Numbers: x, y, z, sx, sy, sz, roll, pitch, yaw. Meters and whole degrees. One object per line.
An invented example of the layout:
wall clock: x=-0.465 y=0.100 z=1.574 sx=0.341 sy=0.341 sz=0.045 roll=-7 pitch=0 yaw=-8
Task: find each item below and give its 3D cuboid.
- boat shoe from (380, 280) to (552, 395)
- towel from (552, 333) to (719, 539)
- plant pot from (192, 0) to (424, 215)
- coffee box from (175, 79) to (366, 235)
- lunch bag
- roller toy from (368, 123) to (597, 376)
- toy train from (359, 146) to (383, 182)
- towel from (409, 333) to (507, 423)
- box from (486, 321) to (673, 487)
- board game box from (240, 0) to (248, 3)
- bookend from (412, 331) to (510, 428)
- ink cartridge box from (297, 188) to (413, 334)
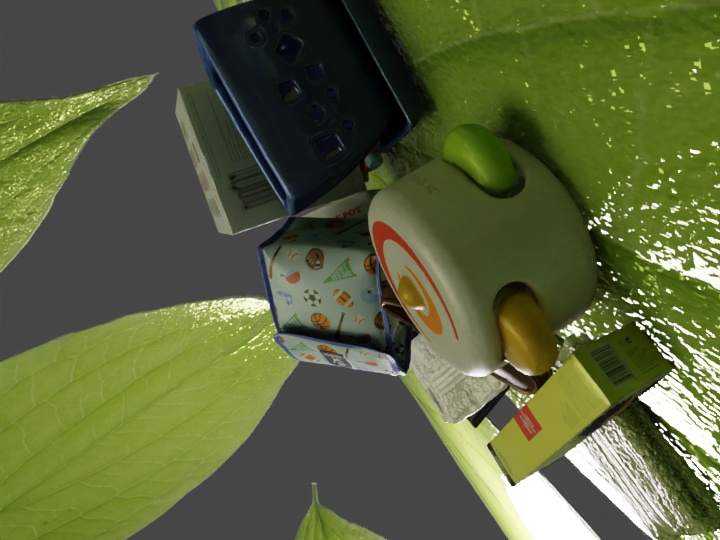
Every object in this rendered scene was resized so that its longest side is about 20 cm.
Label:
boat shoe: x=0.107 y=0.071 z=0.662 sx=0.200 sy=0.068 sz=0.072 roll=37 pitch=148 yaw=6
towel: x=0.254 y=0.165 z=0.609 sx=0.200 sy=0.036 sz=0.148 roll=58 pitch=172 yaw=27
plant pot: x=-0.051 y=-0.192 z=0.697 sx=0.200 sy=0.180 sz=0.200 roll=61 pitch=173 yaw=-5
coffee box: x=-0.139 y=-0.177 z=0.913 sx=0.198 sy=0.200 sz=0.200 roll=-165 pitch=56 yaw=-71
lunch bag: x=-0.024 y=0.043 z=0.799 sx=0.124 sy=0.170 sz=0.200 roll=-51 pitch=-40 yaw=-53
roller toy: x=0.096 y=-0.007 z=0.544 sx=0.200 sy=0.140 sz=0.182 roll=60 pitch=170 yaw=3
toy train: x=-0.009 y=-0.204 z=0.919 sx=0.200 sy=0.056 sz=0.150 roll=60 pitch=162 yaw=29
towel: x=0.137 y=0.111 z=0.822 sx=0.133 sy=0.034 sz=0.200 roll=56 pitch=136 yaw=22
box: x=0.182 y=0.125 z=0.550 sx=0.050 sy=0.075 sz=0.200 roll=58 pitch=155 yaw=26
board game box: x=-0.134 y=-0.405 z=0.931 sx=0.196 sy=0.056 sz=0.200 roll=62 pitch=173 yaw=-20
bookend: x=0.102 y=0.116 z=0.971 sx=0.199 sy=0.092 sz=0.200 roll=37 pitch=-175 yaw=-23
ink cartridge box: x=0.000 y=0.000 z=0.891 sx=0.084 sy=0.145 sz=0.200 roll=-21 pitch=-89 yaw=-63
